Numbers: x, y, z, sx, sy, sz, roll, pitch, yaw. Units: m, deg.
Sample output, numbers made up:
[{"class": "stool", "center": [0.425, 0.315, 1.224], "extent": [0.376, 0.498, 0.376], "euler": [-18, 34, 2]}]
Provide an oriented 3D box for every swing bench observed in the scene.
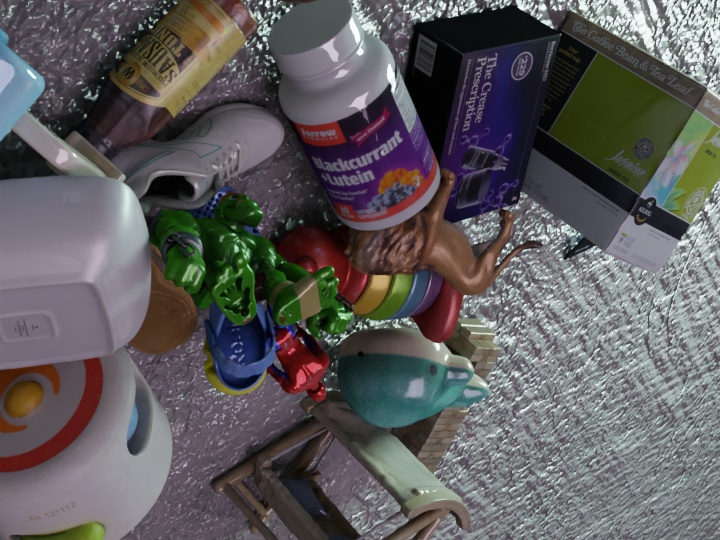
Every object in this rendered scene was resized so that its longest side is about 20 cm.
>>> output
[{"class": "swing bench", "center": [-0.018, 0.256, 1.482], "extent": [0.200, 0.199, 0.130], "euler": [-42, 142, -11]}]

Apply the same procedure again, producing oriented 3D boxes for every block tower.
[{"class": "block tower", "center": [0.100, 0.158, 1.641], "extent": [0.057, 0.054, 0.202], "euler": [6, 116, -47]}]

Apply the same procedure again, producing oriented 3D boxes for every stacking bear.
[{"class": "stacking bear", "center": [0.000, 0.000, 1.366], "extent": [0.198, 0.121, 0.115], "euler": [5, 111, -39]}]

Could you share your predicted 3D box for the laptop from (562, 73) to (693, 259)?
[{"class": "laptop", "center": [0.336, -0.129, 1.677], "extent": [0.176, 0.103, 0.202], "euler": [-22, 109, -33]}]

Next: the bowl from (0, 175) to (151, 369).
[{"class": "bowl", "center": [-0.260, 0.012, 1.032], "extent": [0.197, 0.075, 0.201], "euler": [-6, 150, -7]}]

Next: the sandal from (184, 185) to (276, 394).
[{"class": "sandal", "center": [-0.115, 0.019, 1.224], "extent": [0.079, 0.087, 0.203], "euler": [-14, 98, -14]}]

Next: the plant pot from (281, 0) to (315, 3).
[{"class": "plant pot", "center": [-0.029, -0.340, 1.010], "extent": [0.200, 0.186, 0.188], "euler": [-49, 145, -25]}]

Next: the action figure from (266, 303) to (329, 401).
[{"class": "action figure", "center": [-0.094, 0.051, 1.354], "extent": [0.065, 0.099, 0.201], "euler": [-37, 119, -11]}]

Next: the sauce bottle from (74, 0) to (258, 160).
[{"class": "sauce bottle", "center": [-0.171, -0.151, 1.093], "extent": [0.200, 0.066, 0.066], "euler": [-49, 143, -6]}]

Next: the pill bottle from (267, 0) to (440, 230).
[{"class": "pill bottle", "center": [-0.008, -0.144, 1.217], "extent": [0.111, 0.111, 0.201], "euler": [-39, 130, -14]}]

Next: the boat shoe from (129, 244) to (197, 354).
[{"class": "boat shoe", "center": [-0.201, 0.004, 1.189], "extent": [0.073, 0.070, 0.201], "euler": [-26, 148, -5]}]

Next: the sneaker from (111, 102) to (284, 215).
[{"class": "sneaker", "center": [-0.141, -0.089, 1.166], "extent": [0.199, 0.080, 0.071], "euler": [-22, 133, -34]}]

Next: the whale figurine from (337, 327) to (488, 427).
[{"class": "whale figurine", "center": [0.060, 0.132, 1.495], "extent": [0.199, 0.158, 0.105], "euler": [27, 64, -47]}]

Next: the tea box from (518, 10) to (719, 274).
[{"class": "tea box", "center": [0.277, -0.139, 1.450], "extent": [0.133, 0.200, 0.198], "euler": [16, 110, -50]}]

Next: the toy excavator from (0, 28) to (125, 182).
[{"class": "toy excavator", "center": [-0.259, -0.118, 0.959], "extent": [0.200, 0.194, 0.100], "euler": [43, 87, -8]}]

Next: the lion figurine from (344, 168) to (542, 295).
[{"class": "lion figurine", "center": [0.084, -0.022, 1.316], "extent": [0.199, 0.072, 0.124], "euler": [29, 84, -24]}]

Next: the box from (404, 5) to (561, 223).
[{"class": "box", "center": [0.113, -0.157, 1.371], "extent": [0.140, 0.079, 0.202], "euler": [-20, 134, -37]}]

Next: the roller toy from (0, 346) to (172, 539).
[{"class": "roller toy", "center": [-0.266, 0.139, 1.146], "extent": [0.183, 0.199, 0.140], "euler": [-47, 145, -20]}]

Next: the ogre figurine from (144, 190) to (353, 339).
[{"class": "ogre figurine", "center": [-0.104, -0.003, 1.113], "extent": [0.198, 0.120, 0.099], "euler": [-6, 123, -40]}]
